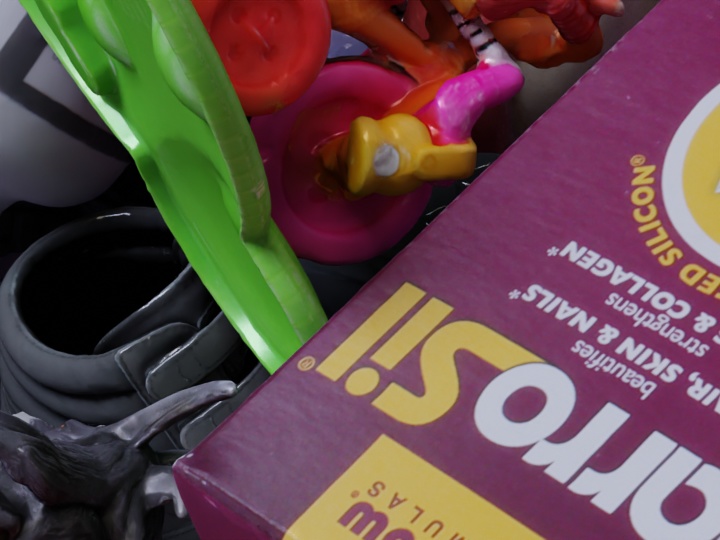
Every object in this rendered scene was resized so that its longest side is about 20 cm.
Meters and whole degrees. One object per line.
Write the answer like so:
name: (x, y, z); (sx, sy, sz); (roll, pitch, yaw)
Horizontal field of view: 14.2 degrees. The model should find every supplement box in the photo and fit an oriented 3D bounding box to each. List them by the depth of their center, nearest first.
supplement box: (0.083, 0.030, 0.597); (0.200, 0.103, 0.131); (-44, 49, -18)

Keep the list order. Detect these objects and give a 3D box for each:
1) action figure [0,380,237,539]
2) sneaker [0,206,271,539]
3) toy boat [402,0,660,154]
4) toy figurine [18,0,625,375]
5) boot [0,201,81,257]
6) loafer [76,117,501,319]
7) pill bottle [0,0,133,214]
action figure: (-0.114, 0.082, 0.653); (0.200, 0.119, 0.102); (-40, 52, -7)
sneaker: (-0.007, 0.045, 0.691); (0.200, 0.099, 0.071); (14, 50, 21)
toy boat: (0.018, -0.123, 0.795); (0.130, 0.131, 0.201); (-7, 76, 11)
toy figurine: (0.020, -0.096, 0.615); (0.184, 0.200, 0.150); (-33, 25, -11)
boot: (-0.175, -0.042, 0.820); (0.200, 0.070, 0.132); (-5, 12, -29)
loafer: (0.000, 0.000, 0.753); (0.200, 0.071, 0.068); (16, 49, 41)
pill bottle: (-0.082, -0.087, 0.716); (0.111, 0.111, 0.200); (39, 95, 37)
